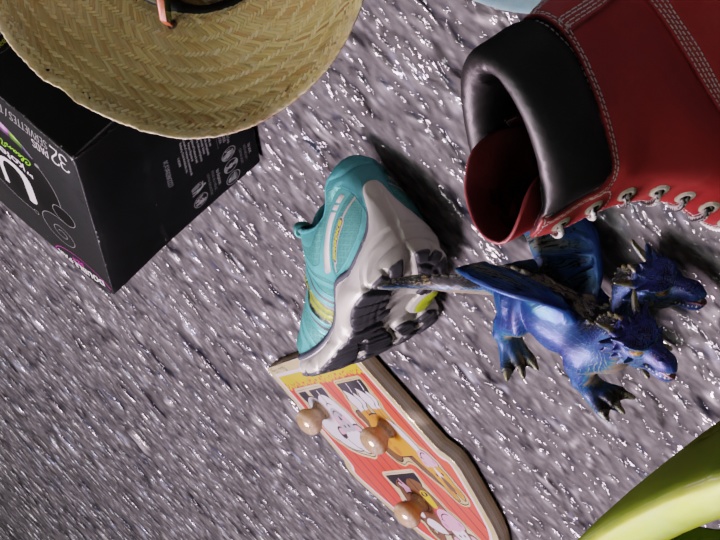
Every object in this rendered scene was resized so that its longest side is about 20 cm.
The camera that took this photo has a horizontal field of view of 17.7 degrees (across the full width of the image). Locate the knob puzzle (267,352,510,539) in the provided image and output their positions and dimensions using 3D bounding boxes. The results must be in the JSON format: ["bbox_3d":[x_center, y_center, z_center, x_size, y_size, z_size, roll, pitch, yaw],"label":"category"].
[{"bbox_3d":[0.024,0.134,1.506,0.220,0.030,0.220,40,160,18],"label":"knob puzzle"}]

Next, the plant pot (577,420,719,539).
[{"bbox_3d":[0.216,0.095,0.780,0.200,0.181,0.199,46,161,3],"label":"plant pot"}]

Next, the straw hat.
[{"bbox_3d":[-0.069,-0.158,1.026,0.201,0.201,0.085,43,-158,12],"label":"straw hat"}]

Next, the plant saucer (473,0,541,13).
[{"bbox_3d":[0.025,-0.185,0.847,0.201,0.039,0.201,42,161,18],"label":"plant saucer"}]

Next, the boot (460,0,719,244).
[{"bbox_3d":[0.105,-0.029,0.827,0.072,0.144,0.200,26,153,46],"label":"boot"}]

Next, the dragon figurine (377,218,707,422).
[{"bbox_3d":[0.085,0.007,1.074,0.200,0.059,0.099,30,155,39],"label":"dragon figurine"}]

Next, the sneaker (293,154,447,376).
[{"bbox_3d":[0.000,0.000,1.259,0.080,0.077,0.200,62,160,16],"label":"sneaker"}]

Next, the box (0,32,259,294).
[{"bbox_3d":[-0.173,-0.116,1.286,0.200,0.124,0.149,38,159,22],"label":"box"}]
